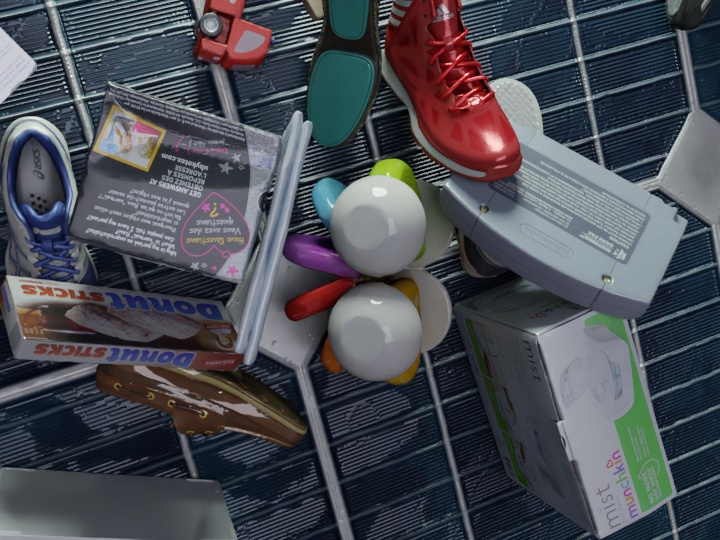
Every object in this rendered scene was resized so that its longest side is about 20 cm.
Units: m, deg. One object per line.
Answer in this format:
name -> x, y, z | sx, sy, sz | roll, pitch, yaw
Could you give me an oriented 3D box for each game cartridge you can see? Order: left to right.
game cartridge -> 0.174, -0.046, 0.747 | 0.199, 0.042, 0.134 | 31, 62, 11

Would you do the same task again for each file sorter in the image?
file sorter -> -0.220, 0.257, 0.732 | 0.198, 0.139, 0.126 | 8, 96, -17

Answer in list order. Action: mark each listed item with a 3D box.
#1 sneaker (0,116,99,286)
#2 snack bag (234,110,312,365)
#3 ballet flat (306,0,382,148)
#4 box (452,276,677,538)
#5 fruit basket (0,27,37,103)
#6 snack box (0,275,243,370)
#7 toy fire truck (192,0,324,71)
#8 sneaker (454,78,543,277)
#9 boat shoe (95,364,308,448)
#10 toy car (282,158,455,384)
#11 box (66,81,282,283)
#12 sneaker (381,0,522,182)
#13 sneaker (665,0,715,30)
sneaker -> -0.265, -0.026, 0.712 | 0.075, 0.088, 0.202 | -14, 101, -17
snack bag -> -0.074, -0.027, 0.715 | 0.021, 0.200, 0.191 | 13, 91, -6
ballet flat -> -0.007, -0.210, 0.769 | 0.067, 0.076, 0.201 | 15, 128, 9
box -> 0.188, 0.121, 0.819 | 0.096, 0.176, 0.202 | -22, 101, -15
fruit basket -> -0.380, -0.164, 0.632 | 0.186, 0.094, 0.200 | -49, 119, -10
snack box -> -0.193, 0.047, 0.712 | 0.199, 0.072, 0.024 | 10, 124, -42
toy fire truck -> -0.063, -0.270, 0.767 | 0.140, 0.049, 0.202 | 13, 93, -19
sneaker -> 0.126, -0.089, 0.837 | 0.078, 0.079, 0.202 | 16, 66, -15
boat shoe -> -0.144, 0.116, 0.777 | 0.199, 0.072, 0.068 | 27, 93, -12
toy car -> 0.000, 0.000, 0.776 | 0.148, 0.175, 0.202 | 4, 97, 19
box -> -0.145, -0.065, 0.681 | 0.131, 0.200, 0.116 | 16, 93, -13
sneaker -> 0.074, -0.174, 0.732 | 0.078, 0.200, 0.116 | -25, 146, -19
sneaker -> 0.404, -0.325, 0.892 | 0.115, 0.075, 0.202 | 24, 88, -20
